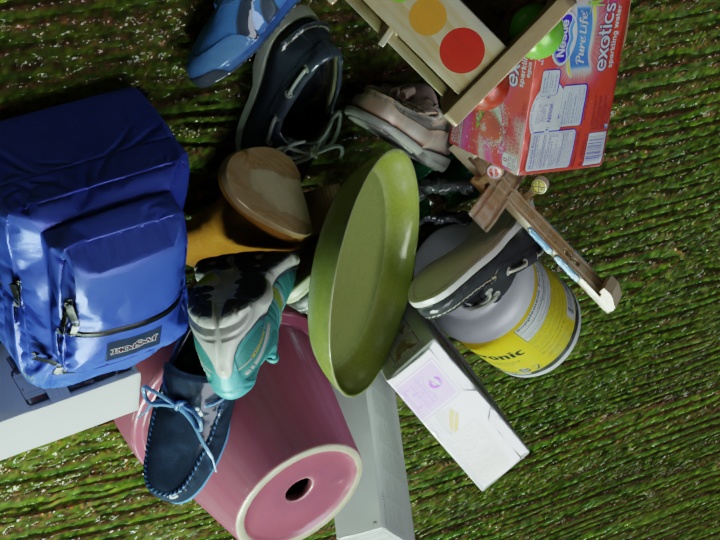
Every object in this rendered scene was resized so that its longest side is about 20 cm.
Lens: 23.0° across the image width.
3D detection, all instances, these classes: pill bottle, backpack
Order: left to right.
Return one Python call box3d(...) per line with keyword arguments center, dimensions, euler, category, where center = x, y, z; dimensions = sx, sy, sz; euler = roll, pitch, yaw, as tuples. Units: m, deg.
box3d(center=(-0.207, -0.003, 1.309), dimensions=(0.162, 0.168, 0.201), euler=(-14, 140, -22), category="backpack")
box3d(center=(0.129, 0.025, 1.697), dimensions=(0.111, 0.111, 0.200), euler=(-44, 147, 7), category="pill bottle")

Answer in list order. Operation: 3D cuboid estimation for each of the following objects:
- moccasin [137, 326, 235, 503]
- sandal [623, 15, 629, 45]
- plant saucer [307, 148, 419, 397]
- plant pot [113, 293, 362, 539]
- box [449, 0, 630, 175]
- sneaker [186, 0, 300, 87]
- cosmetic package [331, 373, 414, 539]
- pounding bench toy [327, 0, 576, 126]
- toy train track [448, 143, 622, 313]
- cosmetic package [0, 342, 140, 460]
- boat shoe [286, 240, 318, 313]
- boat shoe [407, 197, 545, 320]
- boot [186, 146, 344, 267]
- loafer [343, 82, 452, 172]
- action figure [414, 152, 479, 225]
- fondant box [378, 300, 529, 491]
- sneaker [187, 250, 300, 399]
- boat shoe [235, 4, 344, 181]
box3d(center=(-0.140, 0.089, 1.452), dimensions=(0.068, 0.080, 0.201), euler=(50, 52, -73), category="moccasin")
box3d(center=(0.224, -0.271, 1.519), dimensions=(0.070, 0.077, 0.212), euler=(-57, 165, -34), category="sandal")
box3d(center=(0.000, 0.000, 1.408), dimensions=(0.200, 0.031, 0.201), euler=(11, 90, -72), category="plant saucer")
box3d(center=(-0.097, 0.138, 1.556), dimensions=(0.199, 0.179, 0.201), euler=(-24, 143, -20), category="plant pot")
box3d(center=(0.149, -0.189, 1.448), dimensions=(0.099, 0.095, 0.201), euler=(-9, 116, -36), category="box")
box3d(center=(-0.074, -0.222, 1.293), dimensions=(0.078, 0.066, 0.200), euler=(37, 114, -19), category="sneaker")
box3d(center=(0.002, 0.159, 1.650), dimensions=(0.050, 0.201, 0.083), euler=(-15, 153, 17), category="cosmetic package")
box3d(center=(0.095, -0.229, 1.301), dimensions=(0.200, 0.156, 0.124), euler=(-45, -170, 12), category="pounding bench toy")
box3d(center=(0.158, -0.046, 1.515), dimensions=(0.032, 0.200, 0.115), euler=(-38, -171, 38), category="toy train track")
box3d(center=(-0.285, 0.102, 1.426), dimensions=(0.199, 0.083, 0.051), euler=(-20, 139, -28), category="cosmetic package")
box3d(center=(-0.021, 0.008, 1.492), dimensions=(0.072, 0.066, 0.201), euler=(-38, -175, 9), category="boat shoe")
box3d(center=(0.105, 0.000, 1.528), dimensions=(0.074, 0.061, 0.200), euler=(-14, -163, 31), category="boat shoe")
box3d(center=(-0.100, -0.038, 1.397), dimensions=(0.143, 0.071, 0.201), euler=(-18, 167, 26), category="boot")
box3d(center=(0.040, -0.132, 1.467), dimensions=(0.063, 0.072, 0.200), euler=(-61, 163, 2), category="loafer")
box3d(center=(0.084, -0.076, 1.596), dimensions=(0.199, 0.055, 0.118), euler=(-26, 157, -11), category="action figure")
box3d(center=(0.062, 0.089, 1.568), dimensions=(0.058, 0.200, 0.144), euler=(-40, 113, 2), category="fondant box")
box3d(center=(-0.089, 0.034, 1.323), dimensions=(0.077, 0.200, 0.080), euler=(-4, 108, 10), category="sneaker")
box3d(center=(-0.049, -0.122, 1.403), dimensions=(0.075, 0.062, 0.201), euler=(-24, 151, -30), category="boat shoe")
